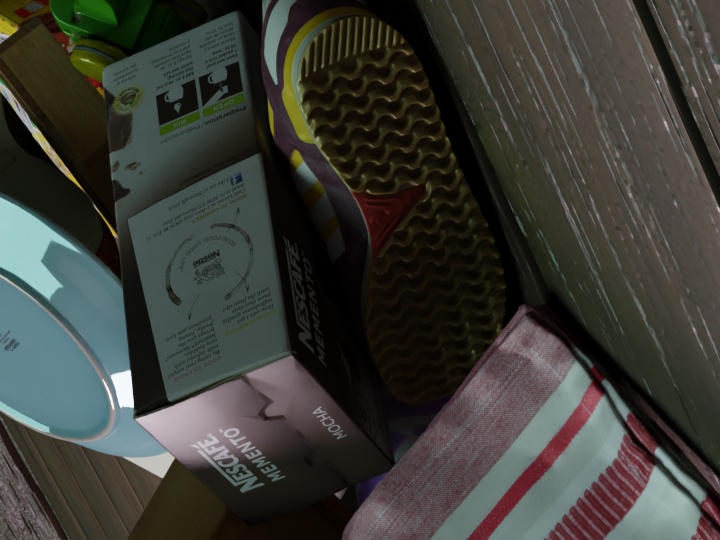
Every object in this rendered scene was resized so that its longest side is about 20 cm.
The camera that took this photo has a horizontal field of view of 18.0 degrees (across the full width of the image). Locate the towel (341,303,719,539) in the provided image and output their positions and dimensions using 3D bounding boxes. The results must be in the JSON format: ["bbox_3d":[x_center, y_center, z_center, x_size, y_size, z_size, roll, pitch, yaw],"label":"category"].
[{"bbox_3d":[0.088,0.128,0.954,0.023,0.144,0.200,15,-153,-53],"label":"towel"}]

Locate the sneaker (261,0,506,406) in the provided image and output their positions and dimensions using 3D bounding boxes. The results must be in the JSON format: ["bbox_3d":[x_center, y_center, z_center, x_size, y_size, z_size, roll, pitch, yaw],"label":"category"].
[{"bbox_3d":[0.008,-0.037,1.016,0.090,0.074,0.201,-130,22,-58],"label":"sneaker"}]

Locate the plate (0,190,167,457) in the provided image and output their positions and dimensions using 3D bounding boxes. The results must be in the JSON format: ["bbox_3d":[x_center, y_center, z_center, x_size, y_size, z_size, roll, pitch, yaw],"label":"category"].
[{"bbox_3d":[-0.172,0.031,1.137,0.199,0.026,0.201,26,148,18],"label":"plate"}]

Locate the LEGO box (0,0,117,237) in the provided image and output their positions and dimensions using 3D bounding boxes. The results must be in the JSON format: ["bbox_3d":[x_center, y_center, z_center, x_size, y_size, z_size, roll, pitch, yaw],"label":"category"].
[{"bbox_3d":[-0.172,-0.118,1.391,0.200,0.077,0.150,32,149,59],"label":"LEGO box"}]

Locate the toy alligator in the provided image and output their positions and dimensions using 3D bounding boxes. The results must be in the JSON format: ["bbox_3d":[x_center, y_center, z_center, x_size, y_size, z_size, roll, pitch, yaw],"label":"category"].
[{"bbox_3d":[-0.107,-0.108,1.144,0.054,0.060,0.200,18,168,27],"label":"toy alligator"}]

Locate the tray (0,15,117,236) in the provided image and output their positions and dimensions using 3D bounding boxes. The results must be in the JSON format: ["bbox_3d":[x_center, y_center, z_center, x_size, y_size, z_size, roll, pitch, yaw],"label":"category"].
[{"bbox_3d":[-0.124,-0.040,1.206,0.099,0.037,0.200,49,173,32],"label":"tray"}]

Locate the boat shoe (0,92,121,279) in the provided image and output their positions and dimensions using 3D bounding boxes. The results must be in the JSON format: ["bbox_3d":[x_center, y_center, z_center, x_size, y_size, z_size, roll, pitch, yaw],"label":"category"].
[{"bbox_3d":[-0.190,-0.047,1.178,0.200,0.071,0.063,42,167,32],"label":"boat shoe"}]

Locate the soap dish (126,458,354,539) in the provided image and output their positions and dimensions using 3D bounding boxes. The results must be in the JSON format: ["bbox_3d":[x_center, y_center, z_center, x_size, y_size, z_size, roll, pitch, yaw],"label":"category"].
[{"bbox_3d":[-0.028,0.183,1.082,0.200,0.081,0.158,47,-151,-10],"label":"soap dish"}]

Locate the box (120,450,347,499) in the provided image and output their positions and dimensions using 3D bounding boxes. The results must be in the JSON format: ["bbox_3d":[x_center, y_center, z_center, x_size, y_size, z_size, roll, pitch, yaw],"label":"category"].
[{"bbox_3d":[-0.097,0.063,1.197,0.199,0.069,0.082,27,150,16],"label":"box"}]

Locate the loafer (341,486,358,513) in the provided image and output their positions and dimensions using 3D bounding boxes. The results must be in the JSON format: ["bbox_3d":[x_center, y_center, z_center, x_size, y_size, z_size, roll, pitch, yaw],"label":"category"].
[{"bbox_3d":[-0.040,0.123,1.254,0.200,0.075,0.068,51,157,22],"label":"loafer"}]

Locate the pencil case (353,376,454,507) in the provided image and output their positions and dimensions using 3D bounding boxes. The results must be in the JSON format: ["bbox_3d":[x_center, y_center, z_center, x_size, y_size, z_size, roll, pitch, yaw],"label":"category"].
[{"bbox_3d":[0.044,0.131,1.057,0.086,0.083,0.201,125,138,-52],"label":"pencil case"}]

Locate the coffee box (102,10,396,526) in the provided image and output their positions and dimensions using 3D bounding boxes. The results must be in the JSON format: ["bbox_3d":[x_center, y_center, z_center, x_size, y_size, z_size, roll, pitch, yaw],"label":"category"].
[{"bbox_3d":[-0.054,-0.002,1.047,0.113,0.079,0.201,52,-158,-49],"label":"coffee box"}]
